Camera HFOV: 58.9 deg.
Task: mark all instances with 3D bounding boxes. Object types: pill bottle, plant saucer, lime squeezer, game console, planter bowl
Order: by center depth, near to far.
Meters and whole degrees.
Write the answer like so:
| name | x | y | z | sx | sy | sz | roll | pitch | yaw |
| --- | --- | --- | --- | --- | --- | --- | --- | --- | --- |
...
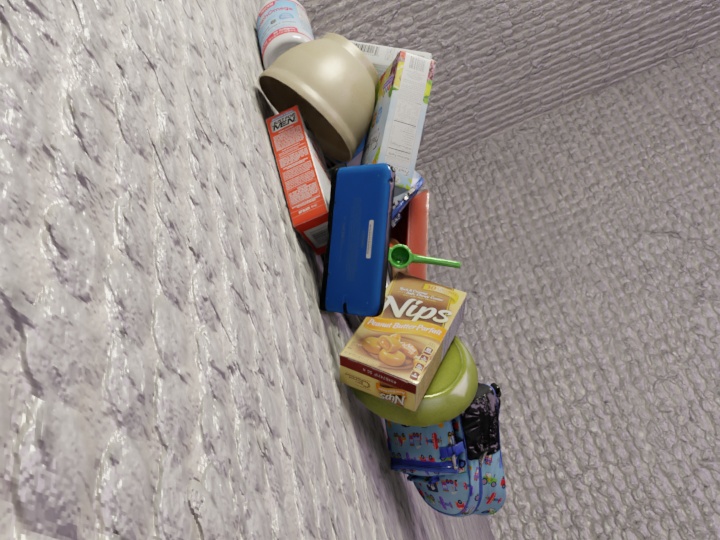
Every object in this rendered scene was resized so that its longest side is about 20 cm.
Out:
| name | x | y | z | sx | sy | sz | roll | pitch | yaw |
| --- | --- | --- | --- | --- | --- | --- | --- | --- | --- |
| plant saucer | 0.075 | 0.132 | 0.917 | 0.202 | 0.194 | 0.032 | -103 | -165 | -49 |
| game console | 0.010 | -0.039 | 0.920 | 0.117 | 0.168 | 0.206 | 6 | 88 | -44 |
| lime squeezer | 0.051 | -0.010 | 0.969 | 0.071 | 0.196 | 0.038 | 52 | 46 | -38 |
| planter bowl | -0.052 | -0.299 | 1.055 | 0.199 | 0.136 | 0.200 | 38 | -8 | 6 |
| pill bottle | -0.147 | -0.458 | 1.240 | 0.109 | 0.107 | 0.203 | 60 | 11 | -51 |
| plant saucer | 0.077 | -0.035 | 1.283 | 0.200 | 0.036 | 0.205 | 137 | -40 | -63 |

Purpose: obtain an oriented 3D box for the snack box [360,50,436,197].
| name | x | y | z | sx | sy | sz | roll | pitch | yaw |
| --- | --- | --- | --- | --- | --- | --- | --- | --- | --- |
| snack box | 0.052 | -0.226 | 1.035 | 0.168 | 0.066 | 0.205 | 178 | -77 | -79 |

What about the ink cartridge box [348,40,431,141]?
| name | x | y | z | sx | sy | sz | roll | pitch | yaw |
| --- | --- | --- | --- | --- | --- | --- | --- | --- | --- |
| ink cartridge box | 0.050 | -0.328 | 1.185 | 0.201 | 0.156 | 0.048 | 81 | 22 | -65 |

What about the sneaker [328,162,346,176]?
| name | x | y | z | sx | sy | sz | roll | pitch | yaw |
| --- | --- | --- | --- | --- | --- | --- | --- | --- | --- |
| sneaker | -0.046 | -0.101 | 1.102 | 0.202 | 0.084 | 0.079 | -106 | -178 | -47 |

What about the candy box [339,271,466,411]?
| name | x | y | z | sx | sy | sz | roll | pitch | yaw |
| --- | --- | --- | --- | --- | --- | --- | --- | --- | --- |
| candy box | 0.064 | 0.091 | 0.893 | 0.201 | 0.113 | 0.056 | -52 | 152 | -45 |

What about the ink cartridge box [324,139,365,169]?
| name | x | y | z | sx | sy | sz | roll | pitch | yaw |
| --- | --- | --- | --- | --- | --- | --- | --- | --- | --- |
| ink cartridge box | -0.042 | -0.245 | 1.262 | 0.145 | 0.084 | 0.201 | 44 | -9 | 22 |

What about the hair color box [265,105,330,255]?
| name | x | y | z | sx | sy | sz | roll | pitch | yaw |
| --- | --- | --- | --- | --- | --- | --- | --- | --- | --- |
| hair color box | -0.084 | -0.141 | 1.005 | 0.111 | 0.063 | 0.204 | 53 | 19 | -63 |

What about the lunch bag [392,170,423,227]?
| name | x | y | z | sx | sy | sz | roll | pitch | yaw |
| --- | --- | --- | --- | --- | --- | --- | --- | --- | --- |
| lunch bag | 0.041 | -0.127 | 1.230 | 0.076 | 0.161 | 0.200 | 44 | -20 | -6 |

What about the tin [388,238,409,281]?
| name | x | y | z | sx | sy | sz | roll | pitch | yaw |
| --- | --- | --- | --- | --- | --- | --- | --- | --- | --- |
| tin | 0.044 | 0.032 | 1.235 | 0.113 | 0.041 | 0.203 | -118 | -150 | -44 |

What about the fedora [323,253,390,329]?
| name | x | y | z | sx | sy | sz | roll | pitch | yaw |
| --- | --- | --- | --- | --- | --- | --- | --- | --- | --- |
| fedora | 0.000 | 0.000 | 1.131 | 0.177 | 0.088 | 0.204 | 56 | 15 | -64 |

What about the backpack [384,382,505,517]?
| name | x | y | z | sx | sy | sz | roll | pitch | yaw |
| --- | --- | --- | --- | --- | --- | --- | --- | --- | --- |
| backpack | 0.129 | 0.278 | 0.970 | 0.181 | 0.132 | 0.206 | -8 | -90 | 54 |
